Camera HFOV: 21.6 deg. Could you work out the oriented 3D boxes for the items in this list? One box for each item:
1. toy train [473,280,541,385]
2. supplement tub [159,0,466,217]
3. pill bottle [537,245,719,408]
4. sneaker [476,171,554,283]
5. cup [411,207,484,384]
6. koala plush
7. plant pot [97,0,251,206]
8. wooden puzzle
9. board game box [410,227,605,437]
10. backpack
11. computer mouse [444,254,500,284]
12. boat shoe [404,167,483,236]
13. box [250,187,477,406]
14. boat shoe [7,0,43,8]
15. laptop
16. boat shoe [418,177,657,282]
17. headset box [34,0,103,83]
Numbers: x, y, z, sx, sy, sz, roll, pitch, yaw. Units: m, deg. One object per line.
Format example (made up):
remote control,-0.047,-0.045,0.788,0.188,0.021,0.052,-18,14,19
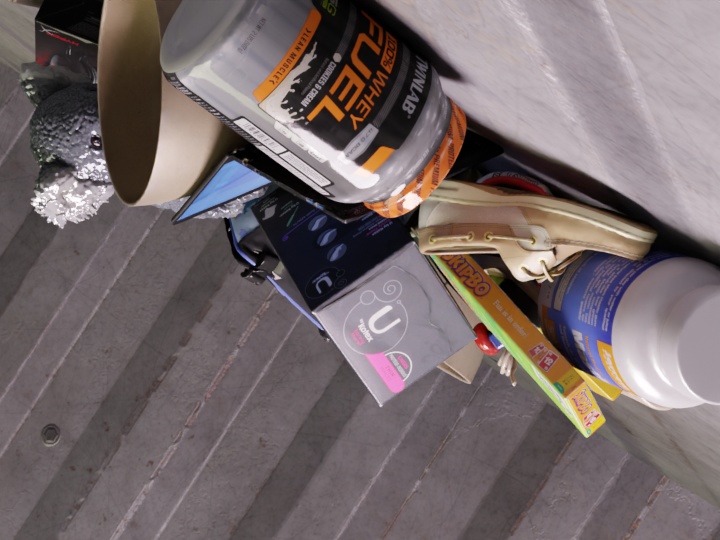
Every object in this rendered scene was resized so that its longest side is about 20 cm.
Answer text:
toy train,0.119,0.018,1.783,0.116,0.085,0.200,47,-158,-14
supplement tub,-0.029,-0.129,1.308,0.200,0.123,0.122,35,176,-26
pill bottle,0.222,0.040,1.415,0.112,0.112,0.200,35,176,-21
sneaker,0.172,-0.010,1.532,0.201,0.067,0.108,35,179,14
cup,0.067,0.003,1.950,0.200,0.144,0.200,33,175,3
koala plush,-0.202,-0.117,1.675,0.199,0.178,0.184,-5,163,-21
plant pot,-0.124,-0.154,1.526,0.134,0.201,0.200,-2,-170,-21
wooden puzzle,0.167,0.054,1.610,0.200,0.037,0.185,39,179,-4
board game box,0.116,0.042,1.499,0.200,0.030,0.096,46,176,28
backpack,-0.043,-0.068,1.815,0.183,0.147,0.200,40,-160,-45
computer mouse,0.089,0.014,1.715,0.059,0.200,0.034,39,143,32
boat shoe,0.090,-0.047,1.704,0.066,0.072,0.201,39,171,-4
box,0.000,0.000,1.613,0.122,0.106,0.200,55,-179,-33
boat shoe,-0.283,-0.287,1.889,0.199,0.076,0.072,26,-147,-23
laptop,-0.021,-0.066,1.489,0.200,0.177,0.104,30,131,35
boat shoe,0.130,-0.024,1.428,0.199,0.067,0.074,12,-179,37
headset box,-0.237,-0.193,1.848,0.148,0.075,0.200,21,153,1
